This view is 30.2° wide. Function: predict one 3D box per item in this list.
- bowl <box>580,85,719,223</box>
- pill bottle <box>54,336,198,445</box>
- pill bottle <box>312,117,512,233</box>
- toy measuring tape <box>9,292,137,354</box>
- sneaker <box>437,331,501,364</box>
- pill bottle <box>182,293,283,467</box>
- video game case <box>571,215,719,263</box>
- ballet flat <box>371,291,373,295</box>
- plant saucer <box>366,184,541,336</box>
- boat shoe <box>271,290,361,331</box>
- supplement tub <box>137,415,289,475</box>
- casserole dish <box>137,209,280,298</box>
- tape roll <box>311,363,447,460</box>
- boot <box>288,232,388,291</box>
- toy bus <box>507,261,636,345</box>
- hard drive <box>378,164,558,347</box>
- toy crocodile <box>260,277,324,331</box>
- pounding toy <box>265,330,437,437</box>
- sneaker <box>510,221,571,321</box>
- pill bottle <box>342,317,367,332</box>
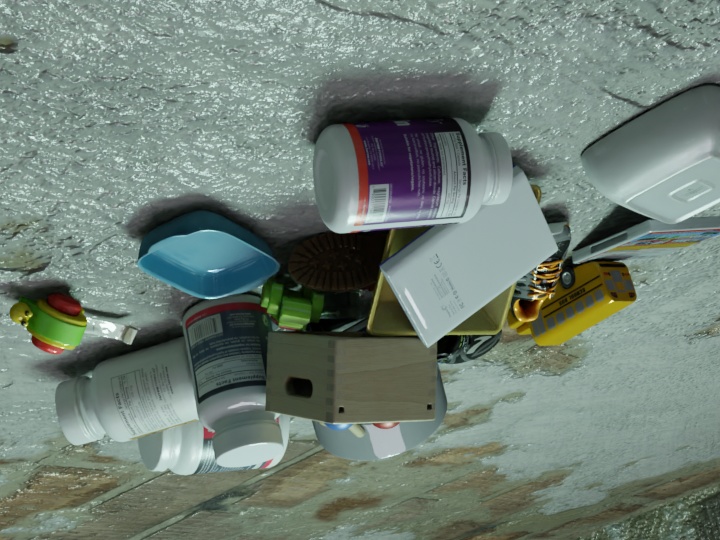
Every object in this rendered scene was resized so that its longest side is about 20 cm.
[{"bbox_3d":[0.382,-0.124,1.586,0.199,0.076,0.199,-28,152,33],"label":"bowl"},{"bbox_3d":[-0.307,0.169,1.819,0.197,0.116,0.114,-16,157,7],"label":"pill bottle"},{"bbox_3d":[0.055,-0.102,1.410,0.197,0.114,0.113,-5,156,-18],"label":"pill bottle"},{"bbox_3d":[-0.340,0.073,1.633,0.073,0.074,0.199,-28,150,32],"label":"toy measuring tape"},{"bbox_3d":[0.119,0.095,1.795,0.198,0.072,0.082,-1,-177,-40],"label":"sneaker"},{"bbox_3d":[-0.160,0.145,1.734,0.118,0.202,0.120,-11,157,-5],"label":"pill bottle"},{"bbox_3d":[0.391,-0.040,1.783,0.141,0.018,0.200,-3,170,-21],"label":"video game case"},{"bbox_3d":[0.103,0.028,1.783,0.197,0.072,0.071,-2,154,-26],"label":"ballet flat"},{"bbox_3d":[0.103,-0.022,1.603,0.198,0.048,0.202,0,116,-30],"label":"plant saucer"},{"bbox_3d":[-0.071,0.073,1.794,0.072,0.063,0.199,8,149,-43],"label":"boat shoe"},{"bbox_3d":[-0.215,0.224,1.957,0.198,0.142,0.140,-1,154,-27],"label":"supplement tub"},{"bbox_3d":[-0.178,-0.020,1.562,0.120,0.039,0.200,-22,154,21],"label":"casserole dish"},{"bbox_3d":[0.023,0.184,1.925,0.198,0.201,0.067,-14,119,2],"label":"tape roll"},{"bbox_3d":[0.000,0.000,1.664,0.197,0.076,0.107,-7,161,-18],"label":"boot"},{"bbox_3d":[0.297,0.049,1.906,0.064,0.079,0.200,0,155,-38],"label":"toy bus"},{"bbox_3d":[0.130,-0.016,1.574,0.199,0.025,0.133,-36,127,-6],"label":"hard drive"},{"bbox_3d":[-0.088,0.047,1.662,0.067,0.063,0.200,10,-177,-10],"label":"toy crocodile"},{"bbox_3d":[-0.014,0.150,1.672,0.182,0.144,0.199,2,179,-35],"label":"pounding toy"},{"bbox_3d":[0.239,-0.001,1.779,0.077,0.078,0.201,-7,154,-11],"label":"sneaker"},{"bbox_3d":[0.021,0.122,1.850,0.198,0.112,0.111,-28,162,-20],"label":"pill bottle"}]
